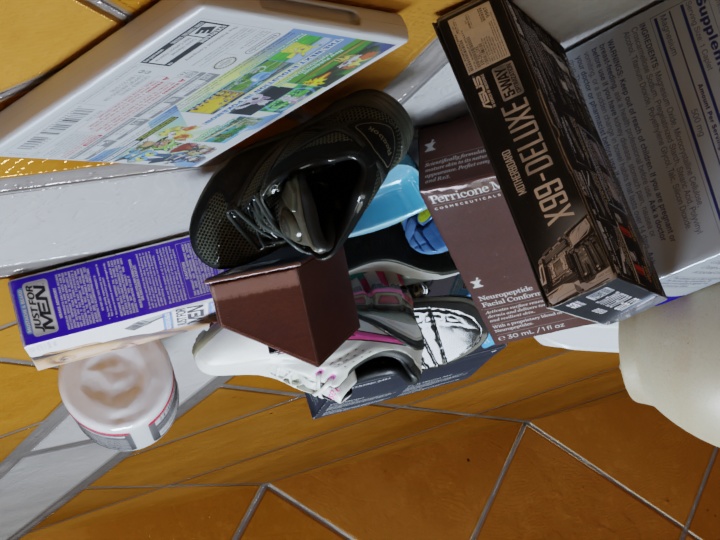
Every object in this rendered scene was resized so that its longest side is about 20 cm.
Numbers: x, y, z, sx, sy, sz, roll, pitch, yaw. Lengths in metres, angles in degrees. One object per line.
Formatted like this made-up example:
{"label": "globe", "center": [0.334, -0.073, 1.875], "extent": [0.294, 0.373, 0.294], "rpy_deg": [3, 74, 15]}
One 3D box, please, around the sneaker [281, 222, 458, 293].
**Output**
{"label": "sneaker", "center": [0.000, 0.000, 1.452], "extent": [0.200, 0.084, 0.121], "rpy_deg": [-3, 159, -25]}

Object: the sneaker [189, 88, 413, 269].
{"label": "sneaker", "center": [-0.059, -0.044, 1.113], "extent": [0.199, 0.076, 0.114], "rpy_deg": [-27, -162, 33]}

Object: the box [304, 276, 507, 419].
{"label": "box", "center": [0.039, 0.080, 1.815], "extent": [0.200, 0.104, 0.182], "rpy_deg": [-14, 168, -14]}

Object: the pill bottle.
{"label": "pill bottle", "center": [-0.239, 0.123, 1.625], "extent": [0.111, 0.111, 0.200], "rpy_deg": [-15, 167, -8]}

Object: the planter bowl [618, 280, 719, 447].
{"label": "planter bowl", "center": [0.282, 0.048, 1.267], "extent": [0.135, 0.200, 0.200], "rpy_deg": [0, 176, 26]}

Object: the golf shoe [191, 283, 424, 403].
{"label": "golf shoe", "center": [-0.042, 0.069, 1.380], "extent": [0.200, 0.092, 0.073], "rpy_deg": [-8, 152, -11]}

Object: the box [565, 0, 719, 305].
{"label": "box", "center": [0.240, -0.090, 1.137], "extent": [0.200, 0.184, 0.105], "rpy_deg": [-25, 163, 36]}

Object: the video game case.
{"label": "video game case", "center": [-0.100, -0.113, 0.975], "extent": [0.200, 0.022, 0.182], "rpy_deg": [-27, 164, 36]}

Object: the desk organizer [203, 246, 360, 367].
{"label": "desk organizer", "center": [-0.053, 0.026, 1.231], "extent": [0.072, 0.077, 0.200], "rpy_deg": [-11, -176, 10]}

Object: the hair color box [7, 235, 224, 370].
{"label": "hair color box", "center": [-0.188, 0.023, 1.367], "extent": [0.200, 0.065, 0.109], "rpy_deg": [-13, 168, -8]}

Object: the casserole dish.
{"label": "casserole dish", "center": [-0.010, -0.066, 1.264], "extent": [0.121, 0.039, 0.200], "rpy_deg": [-19, 168, 9]}

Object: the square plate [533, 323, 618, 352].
{"label": "square plate", "center": [0.211, 0.026, 1.428], "extent": [0.198, 0.028, 0.200], "rpy_deg": [3, 151, 31]}

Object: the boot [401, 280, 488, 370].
{"label": "boot", "center": [0.040, 0.035, 1.534], "extent": [0.200, 0.073, 0.151], "rpy_deg": [-18, -158, 27]}

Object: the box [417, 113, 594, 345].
{"label": "box", "center": [0.123, -0.034, 1.268], "extent": [0.100, 0.075, 0.200], "rpy_deg": [-13, 136, 17]}

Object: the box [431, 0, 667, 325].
{"label": "box", "center": [0.127, -0.069, 1.050], "extent": [0.050, 0.200, 0.158], "rpy_deg": [-25, 166, 18]}

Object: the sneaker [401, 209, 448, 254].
{"label": "sneaker", "center": [0.118, -0.065, 1.356], "extent": [0.200, 0.071, 0.083], "rpy_deg": [-28, 157, 32]}

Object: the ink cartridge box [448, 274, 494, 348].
{"label": "ink cartridge box", "center": [0.187, -0.014, 1.553], "extent": [0.200, 0.068, 0.115], "rpy_deg": [-27, -154, 39]}
